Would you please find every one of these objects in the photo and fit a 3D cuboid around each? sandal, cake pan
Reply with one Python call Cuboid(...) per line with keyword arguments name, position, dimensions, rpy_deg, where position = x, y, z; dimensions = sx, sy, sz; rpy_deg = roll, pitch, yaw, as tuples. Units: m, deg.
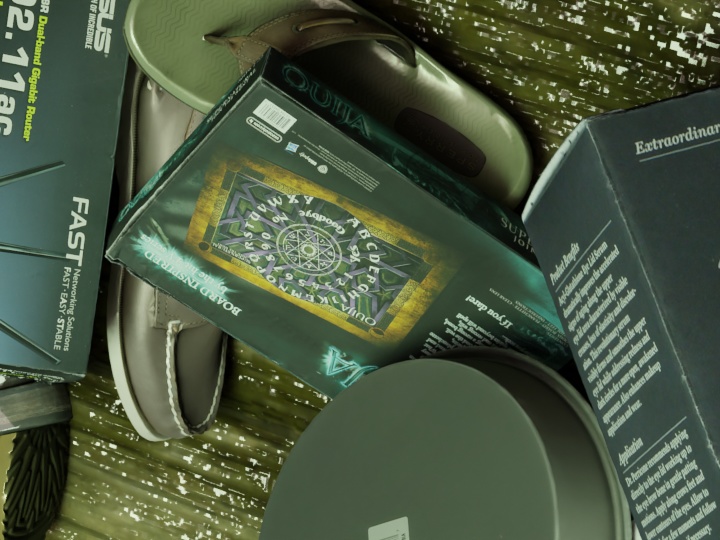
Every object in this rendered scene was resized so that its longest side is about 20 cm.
Cuboid(name="sandal", position=(-0.011, -0.088, 1.022), dimensions=(0.200, 0.057, 0.080), rpy_deg=(26, 87, 2))
Cuboid(name="cake pan", position=(0.027, 0.127, 0.986), dimensions=(0.200, 0.037, 0.201), rpy_deg=(-17, 64, 39))

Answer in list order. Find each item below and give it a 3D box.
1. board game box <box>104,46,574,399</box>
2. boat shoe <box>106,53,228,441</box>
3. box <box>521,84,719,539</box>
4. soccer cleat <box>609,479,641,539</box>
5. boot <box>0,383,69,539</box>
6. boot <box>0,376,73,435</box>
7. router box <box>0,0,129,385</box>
Cuboid(name="board game box", position=(0.000, 0.000, 1.031), dimensions=(0.200, 0.028, 0.135), rpy_deg=(34, 128, -17))
Cuboid(name="boat shoe", position=(-0.080, -0.011, 1.093), dimensions=(0.059, 0.072, 0.201), rpy_deg=(7, 104, 25))
Cuboid(name="box", position=(0.170, 0.030, 0.871), dimensions=(0.104, 0.147, 0.201), rpy_deg=(117, 137, -67))
Cuboid(name="soccer cleat", position=(0.113, 0.114, 0.996), dimensions=(0.068, 0.085, 0.200), rpy_deg=(31, 165, -22))
Cuboid(name="boot", position=(-0.253, 0.058, 1.197), dimensions=(0.199, 0.066, 0.176), rpy_deg=(8, 97, 20))
Cuboid(name="boot", position=(-0.232, 0.003, 1.119), dimensions=(0.199, 0.069, 0.175), rpy_deg=(-10, 88, 11))
Cuboid(name="router box", position=(-0.190, -0.056, 1.030), dimensions=(0.062, 0.149, 0.201), rpy_deg=(-5, 77, 63))
